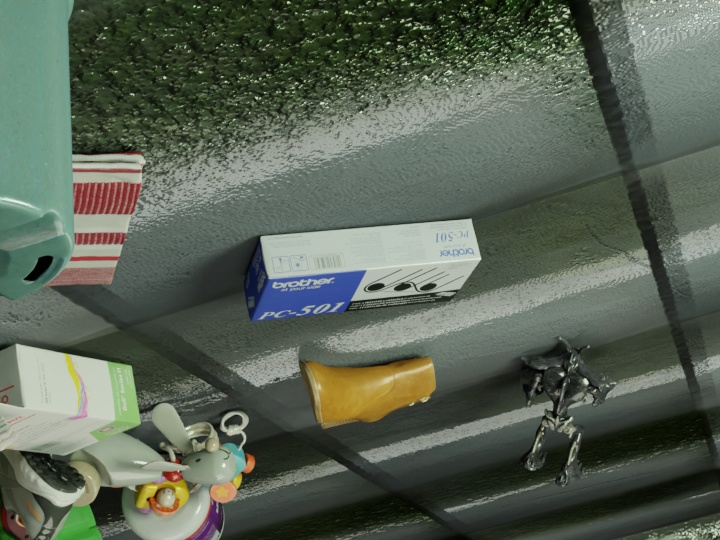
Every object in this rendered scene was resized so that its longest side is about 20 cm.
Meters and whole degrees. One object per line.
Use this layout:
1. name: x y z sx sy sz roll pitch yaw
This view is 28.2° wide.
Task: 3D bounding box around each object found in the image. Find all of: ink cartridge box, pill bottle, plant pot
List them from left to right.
1. plant pot: -0.231 -0.091 0.728 0.198 0.198 0.201 -10 159 -4
2. ink cartridge box: -0.327 0.127 1.399 0.116 0.068 0.199 -23 157 29
3. pill bottle: -0.238 0.313 1.857 0.111 0.113 0.200 -11 159 -2
4. ink cartridge box: 0.000 0.000 1.291 0.198 0.045 0.094 -5 156 -17

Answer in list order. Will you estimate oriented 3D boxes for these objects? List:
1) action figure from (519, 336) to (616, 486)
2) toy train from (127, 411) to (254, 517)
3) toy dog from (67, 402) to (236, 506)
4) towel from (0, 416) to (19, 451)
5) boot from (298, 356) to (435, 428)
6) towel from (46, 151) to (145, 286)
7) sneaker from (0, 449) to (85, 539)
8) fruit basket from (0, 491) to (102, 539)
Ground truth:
1. action figure: 0.247 0.156 1.745 0.118 0.102 0.202 13 119 9
2. toy train: -0.220 0.239 1.698 0.198 0.056 0.151 -13 135 -6
3. toy dog: -0.245 0.192 1.582 0.198 0.132 0.097 -12 121 -12
4. towel: -0.428 0.197 1.269 0.190 0.032 0.200 -22 -174 23
5. boot: 0.012 0.122 1.592 0.143 0.071 0.201 -19 162 0
6. towel: -0.249 -0.038 1.096 0.143 0.023 0.200 -2 155 -20
7. sneaker: -0.354 0.217 1.500 0.073 0.080 0.200 18 -173 -32
8. fruit basket: -0.423 0.357 1.742 0.214 0.218 0.156 -1 156 -27
